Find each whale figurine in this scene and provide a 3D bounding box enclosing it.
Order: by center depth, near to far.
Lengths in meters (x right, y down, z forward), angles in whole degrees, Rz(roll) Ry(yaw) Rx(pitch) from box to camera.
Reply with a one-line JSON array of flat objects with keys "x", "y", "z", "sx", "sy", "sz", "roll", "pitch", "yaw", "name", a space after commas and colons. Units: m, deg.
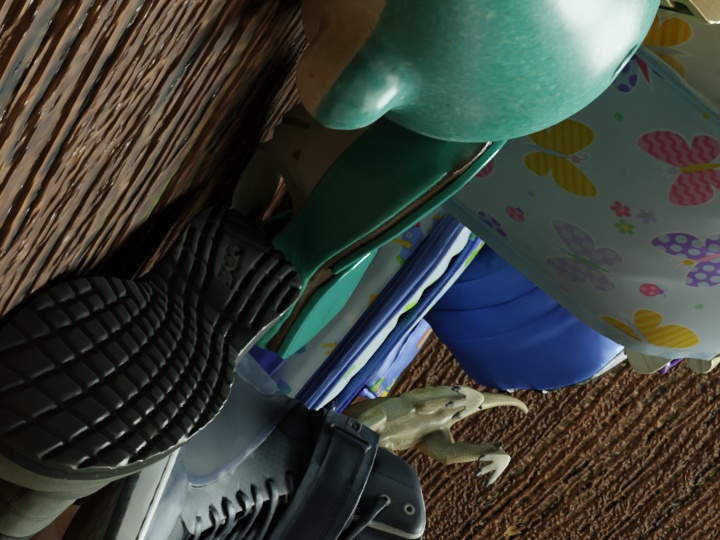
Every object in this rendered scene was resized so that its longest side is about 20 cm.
[{"x": 0.047, "y": -0.101, "z": 0.641, "sx": 0.159, "sy": 0.104, "sz": 0.200, "roll": -51, "pitch": 178, "yaw": 1, "name": "whale figurine"}]

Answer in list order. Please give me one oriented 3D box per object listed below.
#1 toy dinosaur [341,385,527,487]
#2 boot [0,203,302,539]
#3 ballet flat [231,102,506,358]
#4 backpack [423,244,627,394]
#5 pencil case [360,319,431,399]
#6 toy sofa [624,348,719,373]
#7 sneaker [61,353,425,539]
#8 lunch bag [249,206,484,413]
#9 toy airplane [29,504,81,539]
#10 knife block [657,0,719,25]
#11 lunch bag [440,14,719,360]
[{"x": 0.036, "y": 0.081, "z": 1.119, "sx": 0.199, "sy": 0.059, "sz": 0.101, "roll": -12, "pitch": -166, "yaw": -32, "name": "toy dinosaur"}, {"x": -0.100, "y": 0.059, "z": 0.727, "sx": 0.131, "sy": 0.068, "sz": 0.200, "roll": -48, "pitch": 176, "yaw": 26, "name": "boot"}, {"x": -0.014, "y": -0.028, "z": 0.796, "sx": 0.067, "sy": 0.070, "sz": 0.200, "roll": -40, "pitch": 178, "yaw": -33, "name": "ballet flat"}, {"x": 0.108, "y": -0.037, "z": 1.185, "sx": 0.200, "sy": 0.168, "sz": 0.162, "roll": -52, "pitch": -161, "yaw": -22, "name": "backpack"}, {"x": 0.039, "y": 0.001, "z": 1.439, "sx": 0.201, "sy": 0.078, "sz": 0.087, "roll": -53, "pitch": -156, "yaw": 4, "name": "pencil case"}, {"x": 0.165, "y": -0.051, "z": 1.089, "sx": 0.097, "sy": 0.201, "sz": 0.083, "roll": -23, "pitch": -173, "yaw": 39, "name": "toy sofa"}, {"x": -0.045, "y": 0.114, "z": 0.887, "sx": 0.077, "sy": 0.146, "sz": 0.203, "roll": -48, "pitch": -171, "yaw": 29, "name": "sneaker"}, {"x": 0.000, "y": 0.000, "z": 1.050, "sx": 0.200, "sy": 0.082, "sz": 0.161, "roll": -51, "pitch": 176, "yaw": 25, "name": "lunch bag"}, {"x": -0.129, "y": 0.175, "z": 1.005, "sx": 0.199, "sy": 0.142, "sz": 0.200, "roll": -39, "pitch": -152, "yaw": -17, "name": "toy airplane"}, {"x": 0.158, "y": -0.201, "z": 0.746, "sx": 0.199, "sy": 0.064, "sz": 0.177, "roll": -25, "pitch": 121, "yaw": -36, "name": "knife block"}, {"x": 0.126, "y": -0.067, "z": 0.866, "sx": 0.127, "sy": 0.200, "sz": 0.170, "roll": -46, "pitch": 175, "yaw": -33, "name": "lunch bag"}]
